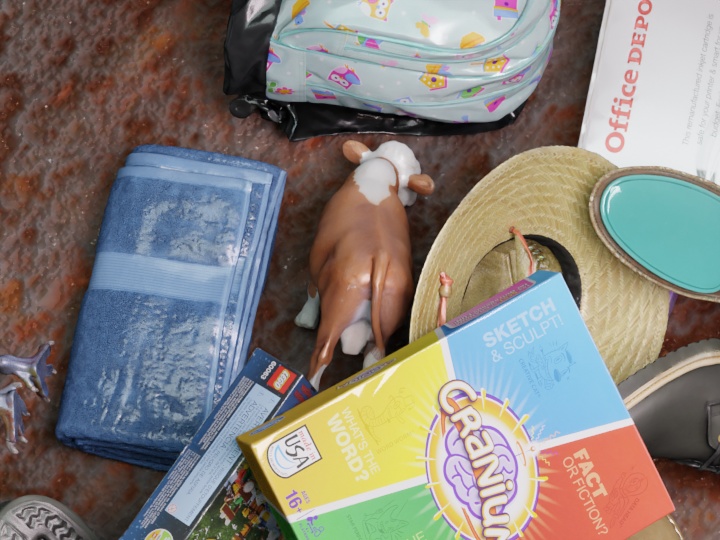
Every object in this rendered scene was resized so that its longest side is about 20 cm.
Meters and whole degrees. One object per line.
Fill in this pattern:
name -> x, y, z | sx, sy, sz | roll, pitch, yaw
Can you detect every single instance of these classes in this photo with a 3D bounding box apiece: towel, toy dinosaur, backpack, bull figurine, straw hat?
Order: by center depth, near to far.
straw hat -> 0.082, 0.019, 1.724 | 0.085, 0.201, 0.202 | 8, 68, 52
bull figurine -> 0.000, 0.000, 1.758 | 0.065, 0.200, 0.122 | 15, 111, -2
toy dinosaur -> -0.279, 0.067, 1.764 | 0.181, 0.201, 0.105 | 1, 45, 14
towel -> -0.119, 0.022, 1.811 | 0.111, 0.049, 0.201 | 10, 74, 10
backpack -> 0.024, -0.163, 1.813 | 0.199, 0.127, 0.168 | 12, 71, 6

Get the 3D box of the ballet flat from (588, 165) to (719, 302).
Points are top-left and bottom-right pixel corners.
ballet flat -> 0.220, -0.012, 1.725 | 0.199, 0.065, 0.071 | 21, 95, -12

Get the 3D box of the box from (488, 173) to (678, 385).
box -> 0.103, 0.056, 1.781 | 0.136, 0.039, 0.201 | 21, 76, 11

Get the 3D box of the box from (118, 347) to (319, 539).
box -> -0.049, 0.148, 1.684 | 0.038, 0.200, 0.137 | 28, 77, 32

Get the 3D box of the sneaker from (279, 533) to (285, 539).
sneaker -> 0.030, 0.213, 1.682 | 0.200, 0.067, 0.090 | 18, 85, -34

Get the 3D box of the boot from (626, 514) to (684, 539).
boot -> 0.159, 0.195, 1.646 | 0.066, 0.200, 0.176 | -8, 72, 6

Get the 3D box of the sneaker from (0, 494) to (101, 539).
sneaker -> -0.155, 0.212, 1.749 | 0.199, 0.114, 0.076 | 43, 75, -12

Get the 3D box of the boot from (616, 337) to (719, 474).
boot -> 0.222, 0.111, 1.701 | 0.199, 0.077, 0.139 | -22, 74, -31

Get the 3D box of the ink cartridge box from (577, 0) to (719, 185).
ink cartridge box -> 0.241, -0.097, 1.791 | 0.199, 0.084, 0.147 | 11, 74, 9

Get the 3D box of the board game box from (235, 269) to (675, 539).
board game box -> 0.053, 0.112, 1.605 | 0.199, 0.040, 0.154 | -29, 99, -12
